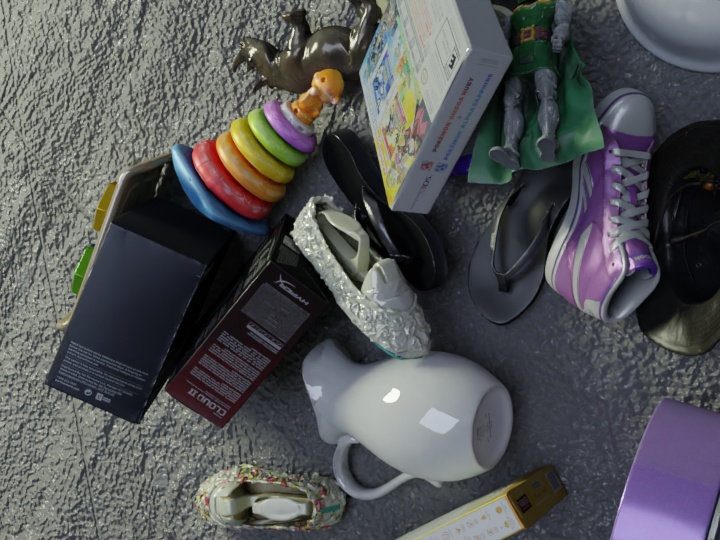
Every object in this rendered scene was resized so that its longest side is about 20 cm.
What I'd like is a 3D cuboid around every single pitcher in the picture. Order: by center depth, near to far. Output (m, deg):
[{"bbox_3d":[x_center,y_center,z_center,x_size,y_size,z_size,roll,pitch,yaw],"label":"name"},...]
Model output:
[{"bbox_3d":[0.046,0.160,0.932,0.200,0.121,0.172,5,110,37],"label":"pitcher"}]

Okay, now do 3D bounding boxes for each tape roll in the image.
[{"bbox_3d":[0.254,0.209,0.769,0.066,0.200,0.200,15,96,27],"label":"tape roll"}]

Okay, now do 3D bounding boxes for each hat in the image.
[{"bbox_3d":[0.307,-0.025,0.800,0.081,0.201,0.201,8,94,-16],"label":"hat"}]

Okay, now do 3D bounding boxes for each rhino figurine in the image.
[{"bbox_3d":[-0.057,-0.235,1.007,0.200,0.060,0.088,-8,108,28],"label":"rhino figurine"}]

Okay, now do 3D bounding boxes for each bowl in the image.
[{"bbox_3d":[0.311,-0.278,0.809,0.201,0.090,0.201,-1,88,27],"label":"bowl"}]

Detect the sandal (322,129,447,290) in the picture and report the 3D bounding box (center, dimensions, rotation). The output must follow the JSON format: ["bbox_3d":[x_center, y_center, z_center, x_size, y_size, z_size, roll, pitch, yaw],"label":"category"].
[{"bbox_3d":[0.015,-0.054,0.955,0.200,0.043,0.076,52,150,21],"label":"sandal"}]

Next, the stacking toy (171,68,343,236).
[{"bbox_3d":[-0.091,-0.140,1.000,0.200,0.110,0.116,-42,63,18],"label":"stacking toy"}]

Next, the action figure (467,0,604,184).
[{"bbox_3d":[0.146,-0.175,0.803,0.118,0.055,0.200,-10,55,27],"label":"action figure"}]

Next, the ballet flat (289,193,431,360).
[{"bbox_3d":[0.000,0.000,0.903,0.200,0.072,0.072,47,109,28],"label":"ballet flat"}]

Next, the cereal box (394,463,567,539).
[{"bbox_3d":[0.085,0.251,0.886,0.200,0.144,0.040,-34,76,23],"label":"cereal box"}]

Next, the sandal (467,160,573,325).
[{"bbox_3d":[0.156,-0.043,0.909,0.076,0.043,0.200,27,101,25],"label":"sandal"}]

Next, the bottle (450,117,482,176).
[{"bbox_3d":[0.115,-0.129,0.902,0.200,0.084,0.065,-9,106,42],"label":"bottle"}]

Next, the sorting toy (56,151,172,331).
[{"bbox_3d":[-0.275,-0.042,1.054,0.036,0.185,0.200,26,100,-5],"label":"sorting toy"}]

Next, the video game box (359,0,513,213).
[{"bbox_3d":[0.059,-0.183,0.849,0.182,0.047,0.200,120,150,-43],"label":"video game box"}]

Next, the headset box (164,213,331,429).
[{"bbox_3d":[-0.116,0.056,0.979,0.077,0.149,0.200,36,107,-11],"label":"headset box"}]

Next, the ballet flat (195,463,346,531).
[{"bbox_3d":[-0.111,0.251,1.029,0.200,0.064,0.076,-10,86,27],"label":"ballet flat"}]

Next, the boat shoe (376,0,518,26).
[{"bbox_3d":[0.091,-0.259,0.941,0.200,0.068,0.072,25,141,35],"label":"boat shoe"}]

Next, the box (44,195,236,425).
[{"bbox_3d":[-0.227,0.033,1.003,0.104,0.200,0.182,25,100,-5],"label":"box"}]

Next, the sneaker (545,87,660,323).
[{"bbox_3d":[0.234,-0.051,0.821,0.114,0.073,0.201,-129,45,-61],"label":"sneaker"}]
